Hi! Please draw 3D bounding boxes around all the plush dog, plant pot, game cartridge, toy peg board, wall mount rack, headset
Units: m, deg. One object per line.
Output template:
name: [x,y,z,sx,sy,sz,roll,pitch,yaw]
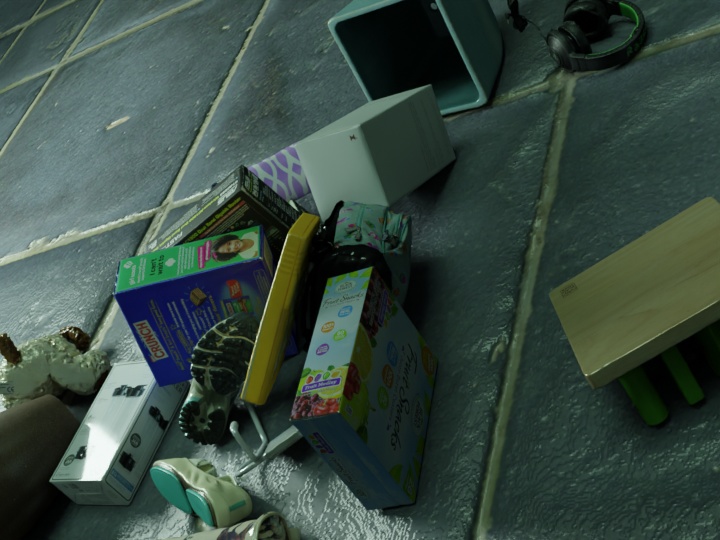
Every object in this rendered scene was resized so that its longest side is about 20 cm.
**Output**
plush dog: [-0.498,0.156,1.688,0.200,0.161,0.172,-43,10,-6]
plant pot: [-0.481,0.271,1.511,0.200,0.188,0.186,-40,31,-28]
game cartridge: [-0.089,0.039,1.292,0.176,0.032,0.202,-74,2,-78]
toy peg board: [0.311,0.047,1.084,0.199,0.098,0.199,-31,19,11]
wall mount rack: [-0.087,0.161,1.336,0.199,0.075,0.174,-36,3,3]
plant pot: [0.108,-0.366,1.663,0.195,0.197,0.200,-9,34,38]
headset: [0.299,-0.344,1.527,0.199,0.094,0.124,14,59,38]

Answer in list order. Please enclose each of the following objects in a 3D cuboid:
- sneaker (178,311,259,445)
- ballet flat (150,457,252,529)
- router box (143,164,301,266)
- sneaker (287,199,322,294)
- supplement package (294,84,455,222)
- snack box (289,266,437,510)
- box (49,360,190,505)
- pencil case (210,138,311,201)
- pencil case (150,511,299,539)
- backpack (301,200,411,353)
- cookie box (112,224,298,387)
sneaker: [-0.179,0.123,1.397,0.087,0.077,0.201,-73,9,-60]
ballet flat: [-0.190,0.264,1.322,0.070,0.070,0.199,-50,29,-16]
router box: [-0.174,-0.027,1.467,0.199,0.150,0.062,-36,33,22]
sneaker: [-0.094,-0.030,1.566,0.088,0.077,0.201,-40,30,14]
supplement package: [0.024,-0.162,1.496,0.116,0.118,0.200,-9,17,37]
snack box: [0.010,0.128,1.187,0.067,0.169,0.201,-13,40,28]
box: [-0.328,0.220,1.503,0.116,0.060,0.201,-10,44,36]
pencil case: [-0.121,-0.134,1.656,0.199,0.086,0.084,-28,73,-17]
pencil case: [-0.165,0.324,1.213,0.199,0.089,0.079,-19,66,28]
backpack: [0.000,0.000,1.351,0.125,0.168,0.201,14,30,1]
cookie box: [-0.199,0.048,1.435,0.198,0.172,0.076,-14,37,5]
